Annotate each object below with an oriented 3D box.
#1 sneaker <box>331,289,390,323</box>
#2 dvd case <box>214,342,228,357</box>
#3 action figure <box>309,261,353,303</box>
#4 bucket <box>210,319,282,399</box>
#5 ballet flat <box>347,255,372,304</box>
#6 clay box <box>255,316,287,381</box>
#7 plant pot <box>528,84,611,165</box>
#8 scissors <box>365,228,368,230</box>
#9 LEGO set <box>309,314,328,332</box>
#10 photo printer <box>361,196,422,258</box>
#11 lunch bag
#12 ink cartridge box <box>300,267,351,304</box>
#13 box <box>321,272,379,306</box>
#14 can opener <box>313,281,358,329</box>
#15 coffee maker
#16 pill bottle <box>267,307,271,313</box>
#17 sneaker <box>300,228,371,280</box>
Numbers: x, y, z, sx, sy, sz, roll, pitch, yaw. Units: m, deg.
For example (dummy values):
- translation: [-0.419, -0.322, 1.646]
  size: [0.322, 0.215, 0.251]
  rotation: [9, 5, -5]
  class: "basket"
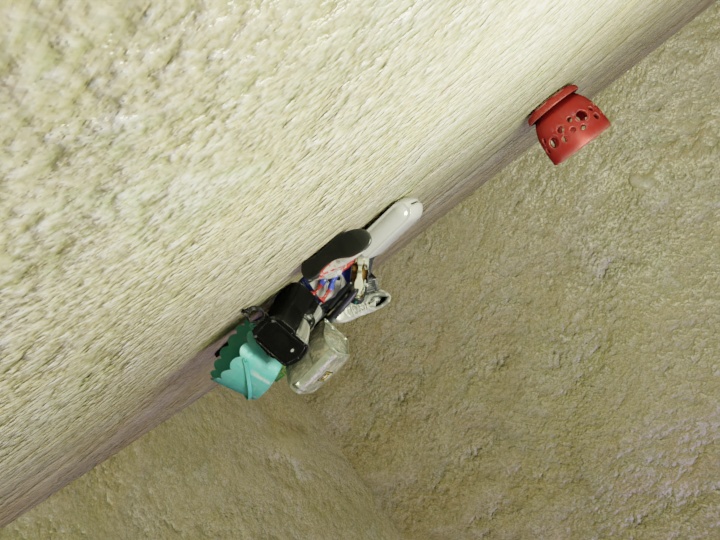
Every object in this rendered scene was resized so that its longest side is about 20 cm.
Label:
- translation: [0.004, 0.109, 1.752]
  size: [0.199, 0.076, 0.081]
  rotation: [-22, -174, -17]
  class: "sneaker"
- translation: [-0.391, 0.219, 1.909]
  size: [0.143, 0.018, 0.200]
  rotation: [-39, 176, 40]
  class: "dvd case"
- translation: [-0.071, -0.004, 1.605]
  size: [0.200, 0.065, 0.052]
  rotation: [-54, 146, -15]
  class: "action figure"
- translation: [-0.313, 0.254, 1.578]
  size: [0.207, 0.135, 0.208]
  rotation: [-46, -160, 22]
  class: "bucket"
- translation: [0.000, 0.000, 1.648]
  size: [0.073, 0.201, 0.073]
  rotation: [7, 173, 1]
  class: "ballet flat"
- translation: [-0.285, 0.246, 1.806]
  size: [0.048, 0.200, 0.115]
  rotation: [-39, 176, 40]
  class: "clay box"
- translation: [0.639, -0.457, 1.744]
  size: [0.200, 0.183, 0.200]
  rotation: [-36, 176, -3]
  class: "plant pot"
- translation: [-0.040, -0.078, 1.526]
  size: [0.073, 0.014, 0.200]
  rotation: [-42, 175, 31]
  class: "scissors"
- translation: [-0.202, 0.169, 1.927]
  size: [0.200, 0.153, 0.116]
  rotation: [-46, 148, -34]
  class: "LEGO set"
- translation: [0.087, -0.126, 1.564]
  size: [0.200, 0.070, 0.166]
  rotation: [-43, 174, 20]
  class: "photo printer"
- translation: [-0.119, 0.246, 1.545]
  size: [0.164, 0.118, 0.200]
  rotation: [-45, -170, 8]
  class: "lunch bag"
- translation: [-0.075, 0.021, 1.687]
  size: [0.200, 0.094, 0.044]
  rotation: [-29, 172, -34]
  class: "ink cartridge box"
- translation: [-0.055, 0.051, 1.810]
  size: [0.199, 0.045, 0.160]
  rotation: [-15, -164, -9]
  class: "box"
- translation: [-0.076, 0.110, 1.633]
  size: [0.200, 0.064, 0.079]
  rotation: [-40, 168, 22]
  class: "can opener"
- translation: [-0.198, 0.119, 1.499]
  size: [0.134, 0.193, 0.200]
  rotation: [-17, -156, 17]
  class: "coffee maker"
- translation: [-0.207, 0.126, 1.731]
  size: [0.111, 0.111, 0.200]
  rotation: [-32, 174, -48]
  class: "pill bottle"
- translation: [-0.047, -0.040, 1.401]
  size: [0.201, 0.067, 0.108]
  rotation: [-32, 169, 17]
  class: "sneaker"
